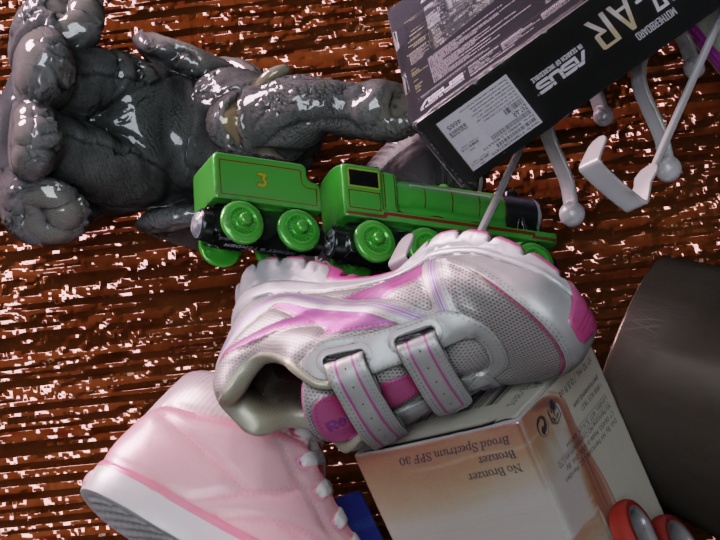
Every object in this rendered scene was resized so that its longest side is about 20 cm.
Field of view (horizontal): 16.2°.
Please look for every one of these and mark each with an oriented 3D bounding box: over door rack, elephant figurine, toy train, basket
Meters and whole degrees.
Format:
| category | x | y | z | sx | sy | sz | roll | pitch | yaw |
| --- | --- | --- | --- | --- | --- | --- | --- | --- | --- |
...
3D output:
| category | x | y | z | sx | sy | sz | roll | pitch | yaw |
| --- | --- | --- | --- | --- | --- | --- | --- | --- | --- |
| over door rack | 0.120 | -0.056 | 1.209 | 0.148 | 0.200 | 0.067 | -28 | 104 | 45 |
| elephant figurine | -0.086 | -0.066 | 1.309 | 0.199 | 0.155 | 0.142 | 4 | 119 | -15 |
| toy train | 0.009 | -0.023 | 1.250 | 0.199 | 0.042 | 0.057 | 7 | 64 | -25 |
| basket | 0.221 | 0.079 | 1.227 | 0.199 | 0.136 | 0.181 | 19 | 117 | 18 |

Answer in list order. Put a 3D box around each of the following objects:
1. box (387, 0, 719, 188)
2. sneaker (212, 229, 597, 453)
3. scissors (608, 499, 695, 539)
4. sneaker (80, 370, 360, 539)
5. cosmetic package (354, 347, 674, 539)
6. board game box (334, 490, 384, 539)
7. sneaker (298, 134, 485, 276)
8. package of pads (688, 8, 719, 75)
| category | x | y | z | sx | sy | sz | roll | pitch | yaw |
| --- | --- | --- | --- | --- | --- | --- | --- | --- | --- |
| box | 0.109 | -0.142 | 1.228 | 0.200 | 0.160 | 0.044 | -36 | 112 | 12 |
| sneaker | 0.016 | 0.043 | 1.160 | 0.199 | 0.081 | 0.088 | -9 | 40 | 36 |
| scissors | 0.169 | 0.194 | 1.150 | 0.014 | 0.073 | 0.201 | -32 | 70 | 22 |
| sneaker | -0.027 | 0.118 | 1.221 | 0.200 | 0.075 | 0.105 | 30 | 66 | 14 |
| cosmetic package | 0.091 | 0.147 | 1.209 | 0.103 | 0.087 | 0.201 | -17 | 106 | 35 |
| board game box | -0.050 | 0.230 | 1.223 | 0.199 | 0.041 | 0.200 | -20 | 66 | -18 |
| sneaker | 0.000 | 0.000 | 1.297 | 0.066 | 0.090 | 0.200 | 34 | 89 | 12 |
| package of pads | 0.262 | -0.161 | 1.286 | 0.200 | 0.068 | 0.155 | -40 | 77 | 3 |
